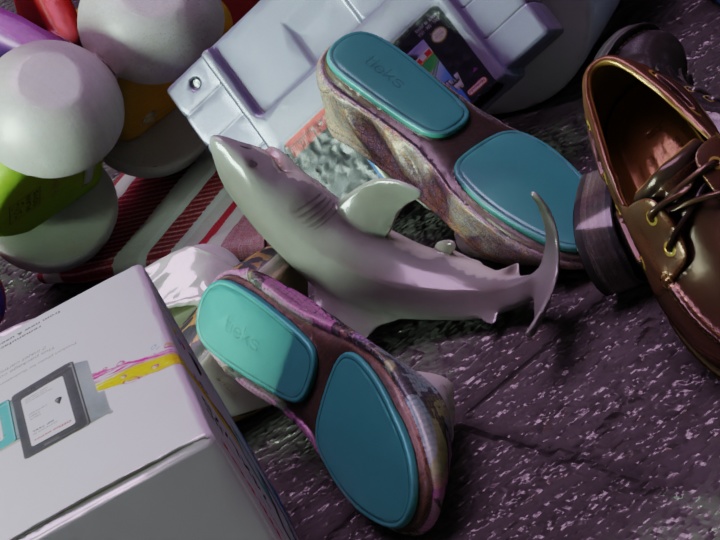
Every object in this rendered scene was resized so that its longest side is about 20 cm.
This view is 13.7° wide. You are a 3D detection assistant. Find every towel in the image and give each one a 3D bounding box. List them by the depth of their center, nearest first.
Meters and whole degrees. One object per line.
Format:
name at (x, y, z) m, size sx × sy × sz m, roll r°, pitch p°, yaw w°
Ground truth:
towel at (-0.086, -0.044, 1.766) m, size 0.200 × 0.023 × 0.144 m, roll -8°, pitch 34°, yaw 44°

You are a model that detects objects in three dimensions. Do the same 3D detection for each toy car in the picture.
toy car at (-0.175, -0.111, 1.729) m, size 0.200 × 0.150 × 0.175 m, roll -45°, pitch -14°, yaw -23°

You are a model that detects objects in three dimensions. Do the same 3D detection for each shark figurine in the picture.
shark figurine at (0.019, 0.012, 1.486) m, size 0.214 × 0.128 × 0.090 m, roll 18°, pitch 63°, yaw 32°

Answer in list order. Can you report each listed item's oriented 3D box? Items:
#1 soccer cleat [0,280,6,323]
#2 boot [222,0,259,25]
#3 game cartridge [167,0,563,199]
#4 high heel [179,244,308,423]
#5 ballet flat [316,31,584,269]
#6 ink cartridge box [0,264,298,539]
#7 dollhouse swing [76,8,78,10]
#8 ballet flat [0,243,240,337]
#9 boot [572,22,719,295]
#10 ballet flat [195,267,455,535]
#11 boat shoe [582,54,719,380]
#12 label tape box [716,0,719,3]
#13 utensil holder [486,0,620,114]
soccer cleat at (-0.292, 0.057, 1.733) m, size 0.200 × 0.067 × 0.076 m, roll -25°, pitch 10°, yaw 21°
boot at (-0.068, -0.193, 1.888) m, size 0.072 × 0.144 × 0.200 m, roll -13°, pitch 27°, yaw 36°
game cartridge at (0.001, -0.111, 1.613) m, size 0.200 × 0.130 × 0.038 m, roll -42°, pitch -18°, yaw 23°
high heel at (-0.110, 0.057, 1.522) m, size 0.143 × 0.071 × 0.200 m, roll -6°, pitch 42°, yaw 31°
ballet flat at (0.054, -0.048, 1.537) m, size 0.068 × 0.067 × 0.200 m, roll -28°, pitch 55°, yaw -29°
ink cartridge box at (-0.111, 0.122, 1.309) m, size 0.146 × 0.147 × 0.200 m, roll -29°, pitch 24°, yaw -1°
dollhouse swing at (-0.288, -0.152, 2.041) m, size 0.200 × 0.182 × 0.176 m, roll 4°, pitch 60°, yaw 52°
ballet flat at (-0.147, 0.052, 1.602) m, size 0.200 × 0.069 × 0.069 m, roll -28°, pitch 24°, yaw 2°
boot at (0.198, -0.068, 1.446) m, size 0.174 × 0.069 × 0.200 m, roll -17°, pitch 37°, yaw 25°
ballet flat at (-0.001, 0.057, 1.403) m, size 0.071 × 0.069 × 0.200 m, roll 2°, pitch 25°, yaw -38°
boat shoe at (0.149, -0.022, 1.338) m, size 0.072 × 0.068 × 0.200 m, roll -36°, pitch 46°, yaw 8°
label tape box at (0.281, -0.206, 1.619) m, size 0.200 × 0.066 × 0.143 m, roll -32°, pitch 24°, yaw -2°
utensil holder at (0.088, -0.210, 1.717) m, size 0.170 × 0.170 × 0.200 m, roll -13°, pitch 30°, yaw 33°
